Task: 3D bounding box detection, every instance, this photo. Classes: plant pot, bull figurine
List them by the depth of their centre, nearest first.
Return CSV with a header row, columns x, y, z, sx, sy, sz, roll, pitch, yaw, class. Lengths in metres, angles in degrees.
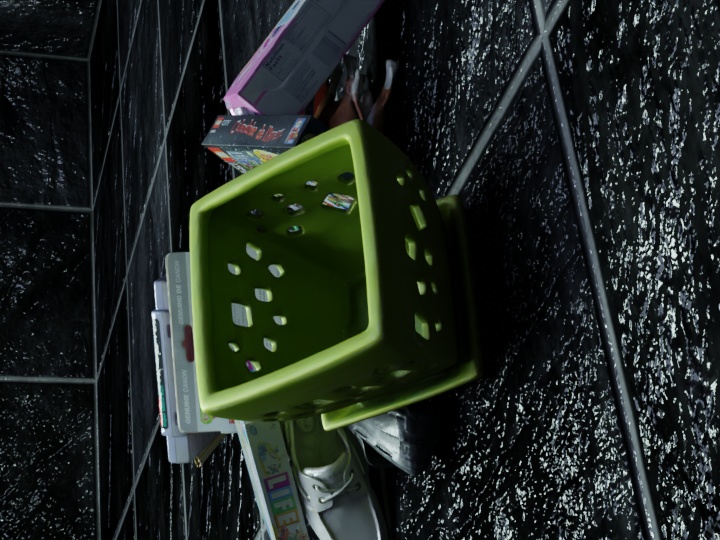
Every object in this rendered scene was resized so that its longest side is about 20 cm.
x,y,z,sx,sy,sz,roll,pitch,yaw,class
-0.011,0.021,1.270,0.199,0.181,0.200,-23,60,32,plant pot
-0.018,-0.155,1.583,0.200,0.065,0.122,-176,98,-69,bull figurine

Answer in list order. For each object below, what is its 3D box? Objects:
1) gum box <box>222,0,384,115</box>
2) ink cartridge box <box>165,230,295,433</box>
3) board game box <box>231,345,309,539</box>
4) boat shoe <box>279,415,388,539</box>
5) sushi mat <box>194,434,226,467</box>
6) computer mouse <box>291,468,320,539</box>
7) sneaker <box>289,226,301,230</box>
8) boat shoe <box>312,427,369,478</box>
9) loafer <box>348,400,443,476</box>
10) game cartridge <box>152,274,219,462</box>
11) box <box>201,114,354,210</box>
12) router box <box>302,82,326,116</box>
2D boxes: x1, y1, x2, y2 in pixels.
x,y,z,sx,sy,sz,roll,pitch,yaw,class
-0.058,-0.229,1.558,0.200,0.066,0.113,-54,12,-4,gum box
-0.110,0.063,1.604,0.084,0.175,0.201,-104,11,-79,ink cartridge box
-0.094,0.190,1.518,0.135,0.034,0.201,-120,16,-57,board game box
-0.032,0.196,1.465,0.201,0.071,0.069,63,171,6,boat shoe
-0.150,0.132,1.802,0.012,0.200,0.096,5,130,37,sushi mat
-0.072,0.313,1.618,0.046,0.140,0.201,45,-149,-58,computer mouse
-0.083,-0.013,1.672,0.200,0.088,0.077,-54,36,13,sneaker
-0.025,0.194,1.541,0.065,0.073,0.201,152,120,-68,boat shoe
0.019,0.147,1.411,0.200,0.068,0.071,-174,95,-71,loafer
-0.187,0.096,1.661,0.130,0.038,0.201,-35,-57,-68,game cartridge
-0.056,-0.102,1.510,0.200,0.136,0.038,9,68,59,box
-0.094,-0.169,1.874,0.200,0.049,0.180,-166,80,-73,router box
